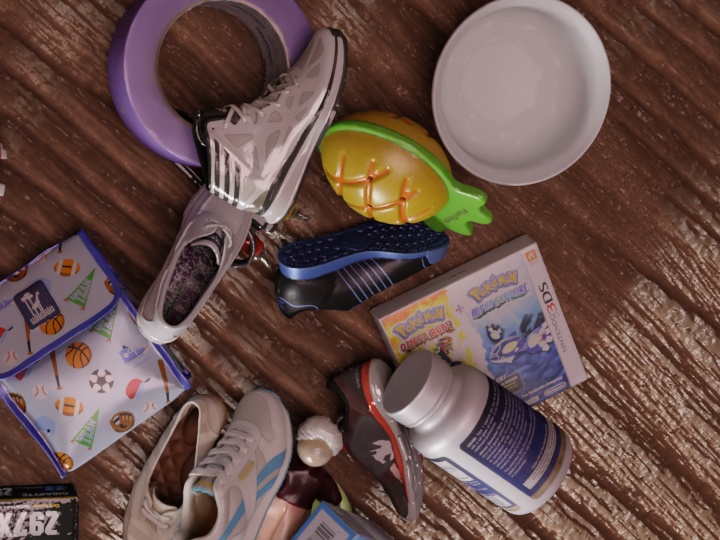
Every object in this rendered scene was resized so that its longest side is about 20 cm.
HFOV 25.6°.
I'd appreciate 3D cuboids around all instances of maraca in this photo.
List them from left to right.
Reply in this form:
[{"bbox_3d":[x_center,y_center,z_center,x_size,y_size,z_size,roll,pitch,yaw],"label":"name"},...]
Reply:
[{"bbox_3d":[0.046,-0.097,1.663,0.200,0.137,0.107,31,67,-14],"label":"maraca"}]

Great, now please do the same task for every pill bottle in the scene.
[{"bbox_3d":[0.124,0.171,1.716,0.200,0.111,0.111,36,92,-23],"label":"pill bottle"}]

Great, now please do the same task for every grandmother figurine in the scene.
[{"bbox_3d":[-0.073,0.250,1.726,0.121,0.061,0.200,18,101,-28],"label":"grandmother figurine"}]

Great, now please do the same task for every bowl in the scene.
[{"bbox_3d":[0.158,-0.197,1.689,0.201,0.090,0.201,-4,106,-15],"label":"bowl"}]

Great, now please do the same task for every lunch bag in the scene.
[{"bbox_3d":[-0.295,0.082,1.622,0.170,0.124,0.200,-34,97,-6],"label":"lunch bag"}]

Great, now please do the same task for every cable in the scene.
[{"bbox_3d":[-0.152,-0.080,1.667,0.200,0.050,0.097,40,89,-10],"label":"cable"}]

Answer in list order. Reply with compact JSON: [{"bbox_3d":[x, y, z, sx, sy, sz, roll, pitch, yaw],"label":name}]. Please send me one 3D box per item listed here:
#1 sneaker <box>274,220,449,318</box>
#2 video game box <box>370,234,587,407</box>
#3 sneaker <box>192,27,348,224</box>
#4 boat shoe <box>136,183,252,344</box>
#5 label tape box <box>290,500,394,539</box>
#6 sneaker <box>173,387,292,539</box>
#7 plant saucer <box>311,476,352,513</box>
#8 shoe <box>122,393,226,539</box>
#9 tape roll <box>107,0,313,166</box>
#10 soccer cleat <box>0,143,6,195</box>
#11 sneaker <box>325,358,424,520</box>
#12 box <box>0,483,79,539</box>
[{"bbox_3d":[0.000,0.000,1.715,0.200,0.070,0.078,-9,129,-20],"label":"sneaker"},{"bbox_3d":[0.136,0.083,1.779,0.200,0.047,0.182,-26,107,-7],"label":"video game box"},{"bbox_3d":[-0.092,-0.156,1.527,0.115,0.076,0.201,22,89,-22],"label":"sneaker"},{"bbox_3d":[-0.159,-0.019,1.585,0.072,0.069,0.200,40,65,-14],"label":"boat shoe"},{"bbox_3d":[-0.027,0.343,1.744,0.143,0.066,0.200,-52,152,0],"label":"label tape box"},{"bbox_3d":[-0.134,0.216,1.671,0.081,0.076,0.200,36,66,-49],"label":"sneaker"},{"bbox_3d":[-0.106,0.297,1.774,0.200,0.031,0.200,-4,104,-14],"label":"plant saucer"},{"bbox_3d":[-0.208,0.224,1.703,0.070,0.053,0.200,24,92,9],"label":"shoe"},{"bbox_3d":[-0.148,-0.202,1.588,0.200,0.085,0.200,-2,95,-19],"label":"tape roll"},{"bbox_3d":[-0.412,-0.058,1.580,0.085,0.069,0.200,15,104,-23],"label":"soccer cleat"},{"bbox_3d":[0.015,0.191,1.773,0.082,0.077,0.200,-13,108,16],"label":"sneaker"},{"bbox_3d":[-0.402,0.312,1.687,0.200,0.049,0.160,0,102,-16],"label":"box"}]
